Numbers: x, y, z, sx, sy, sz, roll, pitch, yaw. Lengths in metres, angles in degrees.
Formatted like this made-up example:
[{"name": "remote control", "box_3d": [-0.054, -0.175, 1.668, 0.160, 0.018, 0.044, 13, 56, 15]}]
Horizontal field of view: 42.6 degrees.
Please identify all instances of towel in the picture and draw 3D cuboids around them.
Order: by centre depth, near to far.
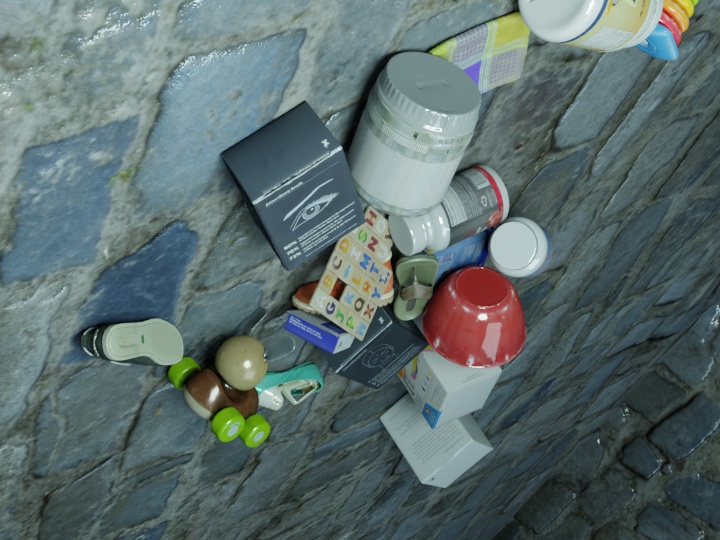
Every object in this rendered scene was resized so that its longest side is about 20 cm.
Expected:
[{"name": "towel", "box_3d": [0.178, -0.316, 1.417, 0.198, 0.023, 0.144, -25, 149, -21]}]

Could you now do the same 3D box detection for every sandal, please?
[{"name": "sandal", "box_3d": [0.102, 0.037, 1.667, 0.079, 0.058, 0.202, -7, 143, -6]}]

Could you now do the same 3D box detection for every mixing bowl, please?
[{"name": "mixing bowl", "box_3d": [0.212, 0.066, 1.681, 0.198, 0.201, 0.109, -23, 142, -22]}]

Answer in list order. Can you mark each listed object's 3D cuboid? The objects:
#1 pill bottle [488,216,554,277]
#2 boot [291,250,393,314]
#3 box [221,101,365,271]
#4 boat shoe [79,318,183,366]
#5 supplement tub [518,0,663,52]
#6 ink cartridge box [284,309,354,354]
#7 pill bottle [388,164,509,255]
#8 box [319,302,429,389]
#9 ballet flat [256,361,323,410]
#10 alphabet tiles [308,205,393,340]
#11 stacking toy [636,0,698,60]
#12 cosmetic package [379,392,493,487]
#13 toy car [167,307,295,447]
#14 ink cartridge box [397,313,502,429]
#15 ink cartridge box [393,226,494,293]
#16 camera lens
[{"name": "pill bottle", "box_3d": [0.293, -0.042, 1.693, 0.109, 0.109, 0.200, -43, 168, 12]}, {"name": "boot", "box_3d": [-0.029, 0.014, 1.633, 0.198, 0.075, 0.109, -11, 123, -28]}, {"name": "box", "box_3d": [-0.091, -0.116, 1.327, 0.147, 0.105, 0.201, -32, 150, -8]}, {"name": "boat shoe", "box_3d": [-0.348, 0.112, 1.436, 0.067, 0.073, 0.199, -8, 170, 26]}, {"name": "supplement tub", "box_3d": [0.339, -0.398, 1.349, 0.198, 0.145, 0.145, -5, 138, -44]}, {"name": "ink cartridge box", "box_3d": [-0.070, 0.103, 1.600, 0.040, 0.098, 0.200, -64, 170, 2]}, {"name": "pill bottle", "box_3d": [0.151, -0.101, 1.606, 0.198, 0.111, 0.111, -24, 149, -22]}, {"name": "box", "box_3d": [0.020, 0.132, 1.800, 0.148, 0.108, 0.200, -41, 151, 9]}, {"name": "ballet flat", "box_3d": [-0.152, 0.231, 1.793, 0.198, 0.071, 0.068, -13, 144, -36]}, {"name": "alphabet tiles", "box_3d": [0.000, 0.000, 1.574, 0.167, 0.007, 0.202, 37, 74, -49]}, {"name": "stacking toy", "box_3d": [0.522, -0.462, 1.526, 0.201, 0.116, 0.110, -55, 149, 4]}, {"name": "cosmetic package", "box_3d": [0.186, 0.398, 2.268, 0.167, 0.201, 0.166, -41, 151, 10]}, {"name": "toy car", "box_3d": [-0.198, 0.168, 1.579, 0.201, 0.164, 0.157, -52, 149, 5]}, {"name": "ink cartridge box", "box_3d": [0.173, 0.197, 1.965, 0.143, 0.201, 0.148, -18, 147, -26]}, {"name": "ink cartridge box", "box_3d": [0.173, -0.034, 1.765, 0.198, 0.077, 0.137, -22, 148, -28]}, {"name": "camera lens", "box_3d": [0.073, -0.191, 1.341, 0.158, 0.161, 0.201, -15, 144, -34]}]
